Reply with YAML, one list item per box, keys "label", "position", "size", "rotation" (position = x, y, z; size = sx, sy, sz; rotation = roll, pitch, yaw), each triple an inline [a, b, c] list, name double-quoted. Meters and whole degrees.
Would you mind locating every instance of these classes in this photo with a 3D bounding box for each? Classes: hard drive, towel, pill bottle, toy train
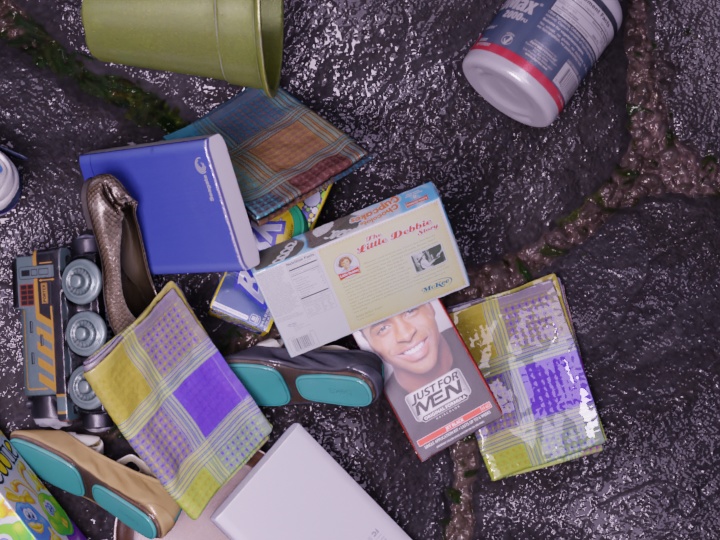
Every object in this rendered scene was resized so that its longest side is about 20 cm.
- label: "hard drive"
  position: [-0.193, -0.062, 1.544]
  size: [0.025, 0.200, 0.132]
  rotation: [-29, 109, -43]
- label: "towel"
  position: [-0.177, 0.128, 1.530]
  size: [0.144, 0.023, 0.200]
  rotation: [-45, 112, -38]
- label: "pill bottle"
  position: [0.211, -0.266, 1.673]
  size: [0.120, 0.120, 0.200]
  rotation: [36, 79, -3]
- label: "towel"
  position: [-0.100, -0.125, 1.584]
  size: [0.147, 0.200, 0.022]
  rotation: [-33, 132, -19]
- label: "towel"
  position: [0.176, 0.115, 1.675]
  size: [0.143, 0.023, 0.200]
  rotation: [-14, 86, -10]
- label: "toy train"
  position: [-0.294, 0.065, 1.577]
  size: [0.114, 0.085, 0.200]
  rotation: [-4, 89, 21]
- label: "hard drive"
  position: [-0.041, 0.274, 1.594]
  size: [0.200, 0.025, 0.132]
  rotation: [47, 70, -13]

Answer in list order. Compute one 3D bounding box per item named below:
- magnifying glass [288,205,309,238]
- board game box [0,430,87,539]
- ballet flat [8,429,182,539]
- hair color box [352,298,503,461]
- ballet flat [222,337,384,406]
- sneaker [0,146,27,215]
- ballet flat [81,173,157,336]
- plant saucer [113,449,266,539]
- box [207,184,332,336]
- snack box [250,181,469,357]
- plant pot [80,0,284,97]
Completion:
- label: "magnifying glass"
  position: [-0.146, -0.044, 1.596]
  size: [0.200, 0.022, 0.080]
  rotation: [6, 75, 22]
- label: "board game box"
  position: [-0.366, 0.249, 1.526]
  size: [0.103, 0.105, 0.200]
  rotation: [-39, 90, 8]
- label: "ballet flat"
  position: [-0.263, 0.205, 1.570]
  size: [0.200, 0.069, 0.063]
  rotation: [28, 51, 17]
- label: "hair color box"
  position: [0.060, 0.088, 1.629]
  size: [0.101, 0.061, 0.200]
  rotation: [-30, 87, 3]
- label: "ballet flat"
  position: [-0.065, 0.104, 1.608]
  size: [0.200, 0.073, 0.073]
  rotation: [1, 83, 22]
- label: "sneaker"
  position: [-0.431, -0.120, 1.547]
  size: [0.200, 0.146, 0.081]
  rotation: [27, 80, -5]
- label: "ballet flat"
  position: [-0.228, -0.002, 1.538]
  size: [0.046, 0.067, 0.200]
  rotation: [-4, 110, 21]
- label: "plant saucer"
  position: [-0.155, 0.273, 1.604]
  size: [0.200, 0.032, 0.201]
  rotation: [1, 83, -9]
- label: "box"
  position: [-0.092, -0.035, 1.630]
  size: [0.070, 0.064, 0.200]
  rotation: [24, 80, -5]
- label: "snack box"
  position: [0.000, 0.000, 1.553]
  size: [0.200, 0.037, 0.116]
  rotation: [-22, 126, 0]
- label: "plant pot"
  position: [-0.183, -0.277, 1.597]
  size: [0.190, 0.200, 0.200]
  rotation: [-1, 84, 4]
